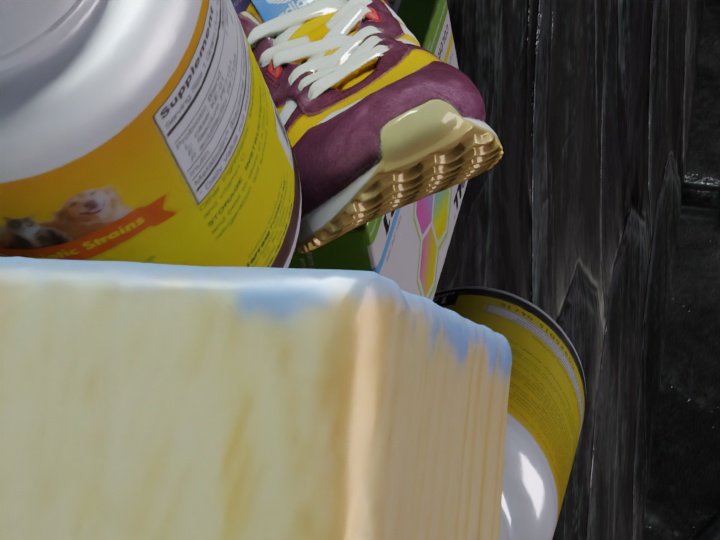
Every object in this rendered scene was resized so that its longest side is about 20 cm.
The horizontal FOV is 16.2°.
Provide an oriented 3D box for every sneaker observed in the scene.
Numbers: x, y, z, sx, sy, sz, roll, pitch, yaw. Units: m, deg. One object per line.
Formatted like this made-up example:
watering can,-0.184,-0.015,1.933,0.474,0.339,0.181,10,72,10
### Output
sneaker,-0.010,-0.059,0.838,0.200,0.075,0.090,167,-101,-81

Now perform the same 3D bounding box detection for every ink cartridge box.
ink cartridge box,0.000,0.000,1.074,0.200,0.076,0.148,76,23,-43

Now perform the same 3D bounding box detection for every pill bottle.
pill bottle,-0.085,-0.052,0.687,0.200,0.109,0.110,67,29,-64
pill bottle,0.041,0.091,1.177,0.200,0.112,0.112,-62,153,-67

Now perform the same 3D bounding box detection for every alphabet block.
alphabet block,-0.074,0.103,0.591,0.196,0.195,0.201,23,69,-75

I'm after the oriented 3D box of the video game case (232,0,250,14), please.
video game case,-0.061,-0.090,1.014,0.143,0.019,0.201,-57,149,-67
